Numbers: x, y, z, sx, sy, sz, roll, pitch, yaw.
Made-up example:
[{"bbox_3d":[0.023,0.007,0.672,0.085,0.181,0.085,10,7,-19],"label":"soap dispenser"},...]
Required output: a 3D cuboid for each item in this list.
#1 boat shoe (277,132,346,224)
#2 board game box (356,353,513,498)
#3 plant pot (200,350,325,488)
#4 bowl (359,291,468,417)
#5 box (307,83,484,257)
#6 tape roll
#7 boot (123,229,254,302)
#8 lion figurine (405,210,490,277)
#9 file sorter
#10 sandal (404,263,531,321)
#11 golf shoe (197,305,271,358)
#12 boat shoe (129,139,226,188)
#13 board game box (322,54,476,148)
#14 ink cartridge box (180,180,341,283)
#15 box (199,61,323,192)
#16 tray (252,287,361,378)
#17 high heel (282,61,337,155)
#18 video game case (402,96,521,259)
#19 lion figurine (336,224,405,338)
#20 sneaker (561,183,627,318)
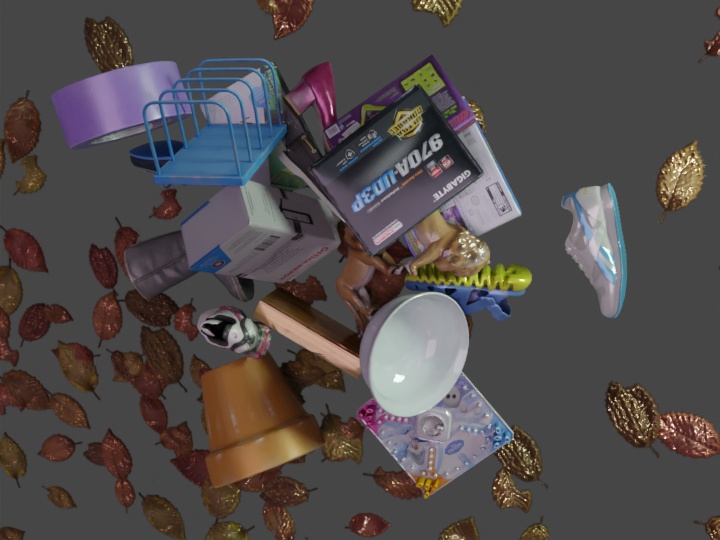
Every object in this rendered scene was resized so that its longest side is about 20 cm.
[{"bbox_3d":[-0.042,-0.131,1.154,0.061,0.072,0.201,-47,74,4],"label":"boat shoe"},{"bbox_3d":[0.124,0.265,1.290,0.200,0.026,0.200,-40,92,20],"label":"board game box"},{"bbox_3d":[-0.184,0.245,1.289,0.199,0.200,0.184,-24,81,19],"label":"plant pot"},{"bbox_3d":[0.068,0.120,1.189,0.090,0.200,0.202,23,115,50],"label":"bowl"},{"bbox_3d":[0.050,-0.140,1.077,0.200,0.046,0.159,-36,88,6],"label":"box"},{"bbox_3d":[-0.374,-0.259,1.191,0.199,0.200,0.085,-15,100,17],"label":"tape roll"},{"bbox_3d":[-0.299,0.005,1.307,0.199,0.073,0.183,-26,83,12],"label":"boot"},{"bbox_3d":[0.101,-0.067,1.138,0.122,0.072,0.201,-32,88,-4],"label":"lion figurine"},{"bbox_3d":[-0.208,-0.222,1.107,0.138,0.200,0.123,3,122,13],"label":"file sorter"},{"bbox_3d":[0.167,0.034,1.196,0.199,0.080,0.088,7,117,15],"label":"sandal"},{"bbox_3d":[-0.231,0.091,1.263,0.199,0.092,0.073,7,77,53],"label":"golf shoe"},{"bbox_3d":[-0.299,-0.168,1.249,0.199,0.084,0.069,13,130,28],"label":"boat shoe"},{"bbox_3d":[0.057,-0.214,1.121,0.199,0.032,0.120,-33,73,7],"label":"board game box"},{"bbox_3d":[-0.152,-0.056,1.171,0.146,0.199,0.085,-33,65,31],"label":"ink cartridge box"},{"bbox_3d":[-0.156,-0.215,1.233,0.144,0.036,0.201,-26,97,19],"label":"box"},{"bbox_3d":[-0.073,0.100,1.259,0.199,0.099,0.037,29,105,5],"label":"tray"},{"bbox_3d":[-0.028,-0.227,1.195,0.096,0.067,0.200,-41,96,-8],"label":"high heel"},{"bbox_3d":[0.125,-0.137,1.176,0.181,0.045,0.201,-26,96,18],"label":"video game case"},{"bbox_3d":[0.000,0.000,1.223,0.122,0.072,0.201,37,116,22],"label":"lion figurine"},{"bbox_3d":[0.355,-0.026,1.138,0.080,0.076,0.201,-8,96,25],"label":"sneaker"}]
